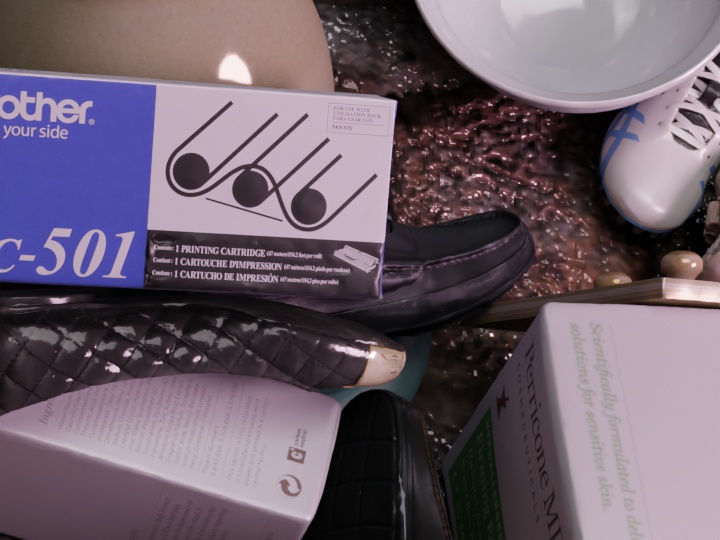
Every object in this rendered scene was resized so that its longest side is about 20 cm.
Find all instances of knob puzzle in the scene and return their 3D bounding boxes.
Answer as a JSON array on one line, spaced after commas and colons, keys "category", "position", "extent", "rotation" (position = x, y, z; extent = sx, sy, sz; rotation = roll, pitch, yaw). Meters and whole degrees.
[{"category": "knob puzzle", "position": [0.180, 0.014, 0.993], "extent": [0.219, 0.220, 0.031], "rotation": [3, 82, -16]}]

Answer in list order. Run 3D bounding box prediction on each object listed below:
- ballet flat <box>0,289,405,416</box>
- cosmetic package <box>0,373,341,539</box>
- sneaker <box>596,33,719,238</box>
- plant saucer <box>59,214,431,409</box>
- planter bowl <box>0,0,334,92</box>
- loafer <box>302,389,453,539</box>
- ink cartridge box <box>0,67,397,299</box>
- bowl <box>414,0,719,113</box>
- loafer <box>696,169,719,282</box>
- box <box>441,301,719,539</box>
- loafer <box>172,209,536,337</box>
[{"category": "ballet flat", "position": [-0.077, 0.039, 0.864], "extent": [0.199, 0.066, 0.057], "rotation": [3, 95, -16]}, {"category": "cosmetic package", "position": [-0.121, 0.081, 0.907], "extent": [0.199, 0.102, 0.074], "rotation": [19, 53, -7]}, {"category": "sneaker", "position": [0.199, -0.100, 1.146], "extent": [0.072, 0.073, 0.200], "rotation": [33, 56, 3]}, {"category": "plant saucer", "position": [-0.055, 0.009, 1.020], "extent": [0.199, 0.027, 0.201], "rotation": [8, 56, -12]}, {"category": "planter bowl", "position": [-0.109, -0.122, 0.980], "extent": [0.199, 0.135, 0.201], "rotation": [1, 37, 0]}, {"category": "loafer", "position": [0.021, 0.156, 0.911], "extent": [0.072, 0.073, 0.201], "rotation": [8, 77, -39]}, {"category": "ink cartridge box", "position": [-0.087, -0.039, 0.891], "extent": [0.199, 0.044, 0.094], "rotation": [3, 97, -12]}, {"category": "bowl", "position": [0.126, -0.170, 1.138], "extent": [0.200, 0.090, 0.202], "rotation": [-1, 71, 2]}, {"category": "loafer", "position": [0.231, -0.044, 1.125], "extent": [0.063, 0.072, 0.200], "rotation": [34, 45, 16]}, {"category": "box", "position": [0.162, 0.142, 0.912], "extent": [0.199, 0.171, 0.200], "rotation": [4, 57, -16]}, {"category": "loafer", "position": [0.000, 0.000, 0.975], "extent": [0.200, 0.068, 0.071], "rotation": [-18, 109, -25]}]
